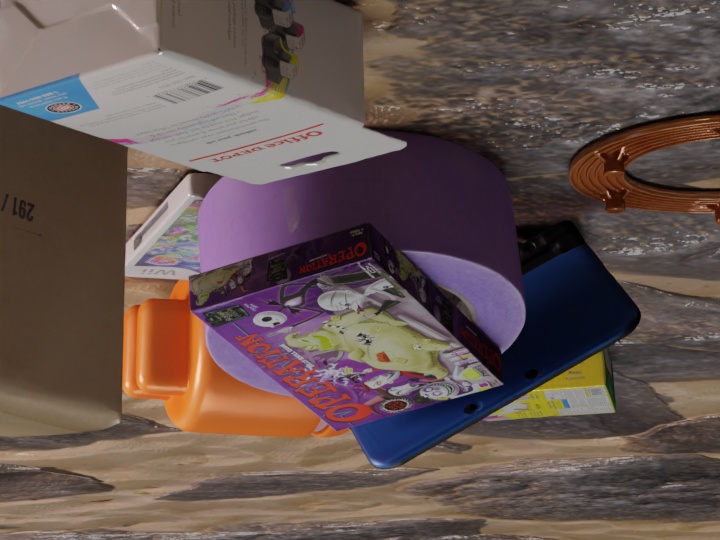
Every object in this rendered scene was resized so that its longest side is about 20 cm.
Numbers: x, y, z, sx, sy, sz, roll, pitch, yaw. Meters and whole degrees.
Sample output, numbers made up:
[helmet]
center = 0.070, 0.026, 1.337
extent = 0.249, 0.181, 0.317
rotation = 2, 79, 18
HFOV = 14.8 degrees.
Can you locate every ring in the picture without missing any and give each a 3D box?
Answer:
[ring]
center = 0.229, -0.060, 1.722
extent = 0.200, 0.019, 0.200
rotation = -2, 166, 0

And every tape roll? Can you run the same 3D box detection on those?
[tape roll]
center = 0.000, 0.000, 1.711
extent = 0.199, 0.085, 0.200
rotation = -5, 153, -3

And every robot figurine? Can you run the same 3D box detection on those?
[robot figurine]
center = -0.067, 0.061, 1.958
extent = 0.199, 0.117, 0.144
rotation = 4, 133, -20

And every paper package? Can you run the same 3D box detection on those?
[paper package]
center = -0.229, -0.012, 1.519
extent = 0.103, 0.191, 0.200
rotation = -14, 160, 38

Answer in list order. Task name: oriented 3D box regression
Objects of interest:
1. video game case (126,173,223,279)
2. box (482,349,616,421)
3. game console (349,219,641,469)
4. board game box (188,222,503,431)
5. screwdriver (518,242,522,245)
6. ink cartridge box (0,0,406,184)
[video game case]
center = -0.070, -0.025, 1.826
extent = 0.143, 0.018, 0.200
rotation = 3, 165, -18
[box]
center = 0.102, 0.091, 2.228
extent = 0.199, 0.049, 0.117
rotation = -6, 165, 7
[game console]
center = 0.085, 0.068, 1.845
extent = 0.200, 0.118, 0.171
rotation = -29, 155, -2
[board game box]
center = -0.005, 0.037, 1.665
extent = 0.120, 0.032, 0.200
rotation = -13, 151, 22
[screwdriver]
center = 0.042, -0.014, 1.827
extent = 0.200, 0.028, 0.029
rotation = 3, 133, -45
[ink cartridge box]
center = -0.077, -0.105, 1.422
extent = 0.115, 0.068, 0.200
rotation = -12, 161, 36
